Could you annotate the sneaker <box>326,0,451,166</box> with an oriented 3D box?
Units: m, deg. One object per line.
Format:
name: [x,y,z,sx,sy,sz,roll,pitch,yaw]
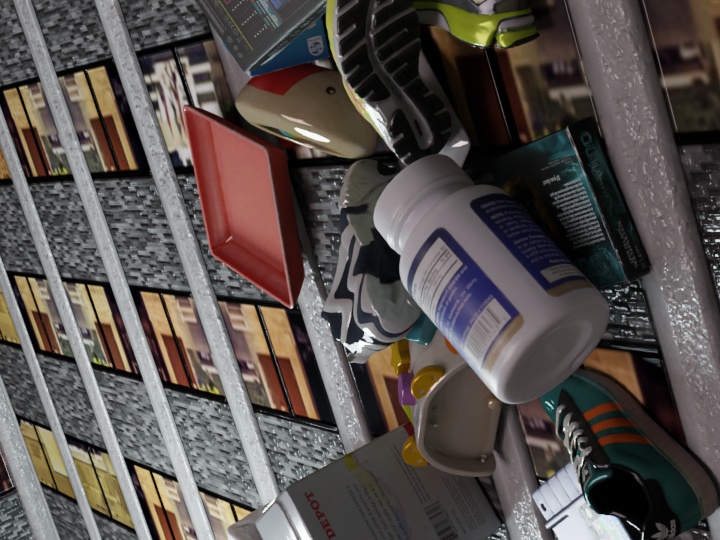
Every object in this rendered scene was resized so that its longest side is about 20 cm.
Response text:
sneaker: [0.008,-0.178,1.303,0.090,0.078,0.201,48,166,44]

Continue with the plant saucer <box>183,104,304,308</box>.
plant saucer: [-0.130,-0.082,1.799,0.199,0.036,0.202,31,137,50]

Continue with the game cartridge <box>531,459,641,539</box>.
game cartridge: [0.237,0.266,1.409,0.201,0.038,0.130,60,157,15]

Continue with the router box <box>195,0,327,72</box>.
router box: [-0.100,-0.296,1.344,0.149,0.062,0.201,-30,96,49]

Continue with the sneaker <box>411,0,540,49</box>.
sneaker: [0.075,-0.245,1.282,0.199,0.073,0.082,27,123,45]

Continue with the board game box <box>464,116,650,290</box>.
board game box: [0.157,-0.041,1.319,0.199,0.028,0.137,-18,94,63]

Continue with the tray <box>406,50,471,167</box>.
tray: [0.039,-0.159,1.422,0.202,0.022,0.108,64,156,26]

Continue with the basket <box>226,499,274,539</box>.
basket: [-0.047,0.355,1.817,0.199,0.135,0.125,20,130,56]

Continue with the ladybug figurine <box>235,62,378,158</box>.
ladybug figurine: [-0.050,-0.162,1.522,0.199,0.135,0.073,21,91,60]

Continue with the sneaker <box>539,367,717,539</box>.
sneaker: [0.208,0.155,1.318,0.200,0.079,0.072,41,144,42]

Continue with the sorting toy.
sorting toy: [0.072,0.079,1.528,0.202,0.105,0.181,95,161,-44]

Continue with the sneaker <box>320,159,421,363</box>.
sneaker: [0.000,0.000,1.516,0.130,0.079,0.201,-53,43,47]

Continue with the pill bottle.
pill bottle: [0.102,0.001,1.288,0.200,0.119,0.120,51,149,29]

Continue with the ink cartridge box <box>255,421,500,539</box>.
ink cartridge box: [0.014,0.269,1.638,0.146,0.198,0.145,60,153,12]

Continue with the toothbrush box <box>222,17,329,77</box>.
toothbrush box: [-0.102,-0.307,1.494,0.147,0.084,0.202,-127,25,-64]
